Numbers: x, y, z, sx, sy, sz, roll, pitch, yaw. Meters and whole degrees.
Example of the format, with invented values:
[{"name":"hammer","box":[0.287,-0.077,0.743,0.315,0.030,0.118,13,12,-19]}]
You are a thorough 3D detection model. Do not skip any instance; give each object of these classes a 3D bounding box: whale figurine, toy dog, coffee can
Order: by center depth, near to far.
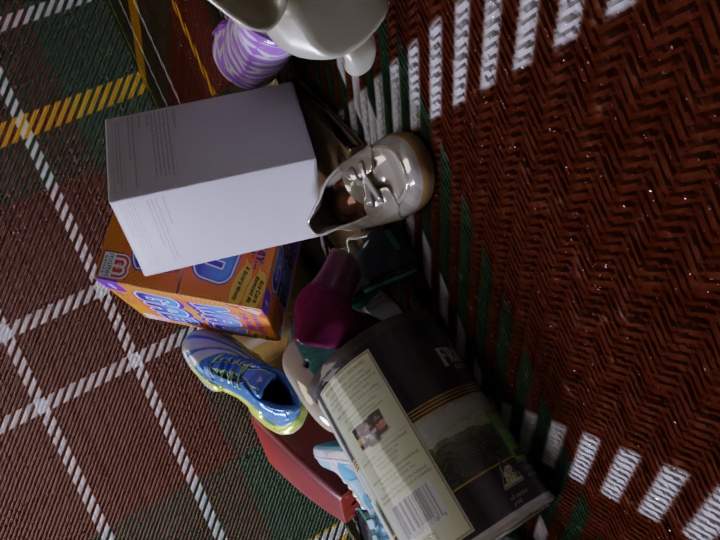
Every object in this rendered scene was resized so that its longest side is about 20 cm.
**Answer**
[{"name":"toy dog","box":[-0.061,-0.244,0.465,0.193,0.140,0.200,34,-167,-49]},{"name":"coffee can","box":[0.061,0.160,0.617,0.201,0.145,0.147,58,164,24]},{"name":"whale figurine","box":[-0.010,0.135,0.827,0.160,0.104,0.200,52,-175,35]}]

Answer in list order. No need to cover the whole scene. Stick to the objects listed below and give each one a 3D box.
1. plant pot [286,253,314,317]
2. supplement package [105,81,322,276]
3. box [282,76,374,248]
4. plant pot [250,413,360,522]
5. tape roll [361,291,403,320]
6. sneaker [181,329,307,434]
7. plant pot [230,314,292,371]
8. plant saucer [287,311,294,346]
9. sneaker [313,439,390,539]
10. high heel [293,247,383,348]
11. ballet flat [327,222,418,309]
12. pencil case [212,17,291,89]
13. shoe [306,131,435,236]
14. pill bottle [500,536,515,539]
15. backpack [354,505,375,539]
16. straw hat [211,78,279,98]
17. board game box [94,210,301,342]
[{"name":"plant pot","box":[-0.134,0.061,1.106,0.202,0.197,0.186,84,168,-52]},{"name":"supplement package","box":[-0.148,-0.095,0.700,0.121,0.197,0.122,86,169,-53]},{"name":"box","box":[-0.030,-0.097,0.760,0.164,0.021,0.202,52,160,41]},{"name":"plant pot","box":[-0.030,0.271,1.059,0.176,0.199,0.201,44,157,27]},{"name":"tape roll","box":[0.046,0.123,0.824,0.204,0.037,0.204,58,164,26]},{"name":"sneaker","box":[-0.149,0.132,0.879,0.199,0.076,0.105,34,152,4]},{"name":"plant pot","box":[-0.127,0.141,1.033,0.201,0.197,0.028,84,165,-52]},{"name":"plant saucer","box":[-0.048,0.142,0.945,0.200,0.050,0.202,46,-152,-32]},{"name":"sneaker","box":[0.011,0.273,0.812,0.199,0.079,0.133,-13,83,54]},{"name":"high heel","box":[-0.019,0.073,0.656,0.067,0.097,0.201,11,147,28]},{"name":"ballet flat","box":[0.000,0.000,0.707,0.074,0.072,0.200,63,153,6]},{"name":"pencil case","box":[-0.099,-0.236,0.651,0.085,0.085,0.200,32,171,-15]},{"name":"shoe","box":[0.003,-0.066,0.600,0.071,0.053,0.200,61,157,-4]},{"name":"pill bottle","box":[0.150,0.341,0.667,0.200,0.110,0.112,34,147,62]},{"name":"backpack","box":[0.094,0.387,0.855,0.177,0.151,0.201,77,171,-46]},{"name":"straw hat","box":[-0.160,-0.208,0.908,0.202,0.084,0.202,57,163,28]},{"name":"board game box","box":[-0.189,-0.040,0.869,0.200,0.196,0.203,91,-171,-74]}]
